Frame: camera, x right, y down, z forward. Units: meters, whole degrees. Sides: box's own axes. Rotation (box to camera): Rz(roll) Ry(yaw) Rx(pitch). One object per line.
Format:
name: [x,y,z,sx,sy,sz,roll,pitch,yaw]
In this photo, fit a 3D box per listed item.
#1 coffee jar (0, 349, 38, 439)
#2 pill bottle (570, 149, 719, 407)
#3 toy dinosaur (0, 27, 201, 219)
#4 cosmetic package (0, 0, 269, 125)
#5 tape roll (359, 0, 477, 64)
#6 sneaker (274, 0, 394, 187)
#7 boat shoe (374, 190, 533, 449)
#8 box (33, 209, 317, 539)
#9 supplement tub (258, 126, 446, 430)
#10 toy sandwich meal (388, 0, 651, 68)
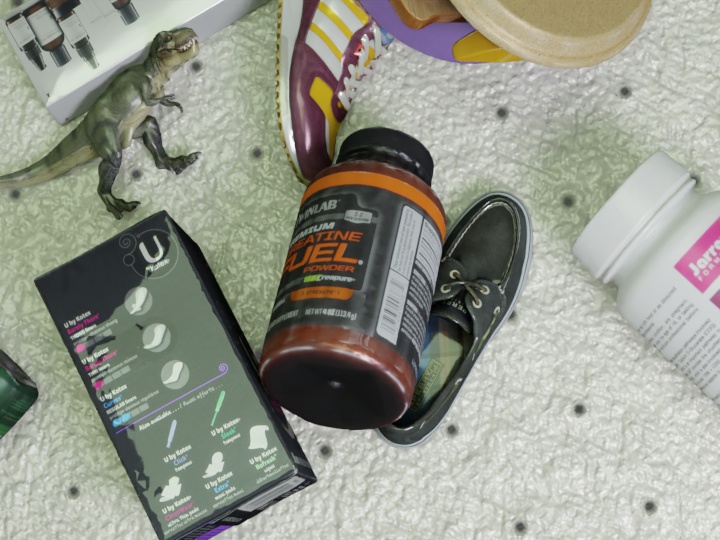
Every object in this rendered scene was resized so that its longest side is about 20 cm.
coffee jar: [-0.326,0.130,1.101,0.104,0.085,0.201,37,84,9]
pill bottle: [0.247,0.019,1.067,0.200,0.113,0.113,43,85,10]
toy dinosaur: [-0.176,-0.093,1.150,0.199,0.047,0.088,-38,95,14]
cosmetic package: [-0.162,-0.198,1.168,0.199,0.051,0.083,-32,80,-2]
tape roll: [0.085,-0.255,1.111,0.198,0.085,0.202,3,79,-18]
sneaker: [-0.014,-0.160,1.139,0.089,0.075,0.202,-1,81,4]
boat shoe: [0.068,0.033,1.106,0.068,0.057,0.201,24,82,8]
box: [-0.124,0.078,1.077,0.105,0.122,0.201,-28,79,-1]
supplement tub: [0.000,0.000,1.069,0.106,0.107,0.201,9,55,5]
toy sandwich meal: [0.102,-0.212,1.033,0.203,0.070,0.207,9,70,-25]
